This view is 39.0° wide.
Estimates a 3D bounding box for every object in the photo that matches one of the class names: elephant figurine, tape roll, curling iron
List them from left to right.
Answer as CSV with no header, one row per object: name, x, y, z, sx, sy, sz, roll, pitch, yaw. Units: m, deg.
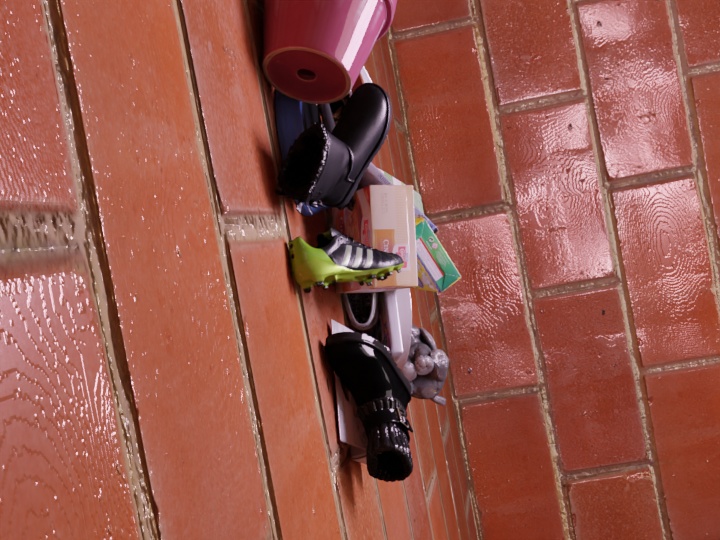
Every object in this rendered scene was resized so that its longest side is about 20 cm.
curling iron,-0.043,-0.184,1.571,0.050,0.025,0.201,133,-56,-74
tape roll,0.051,0.082,1.854,0.203,0.037,0.204,179,-90,-77
elephant figurine,0.103,0.159,2.107,0.200,0.141,0.155,-114,-147,-46

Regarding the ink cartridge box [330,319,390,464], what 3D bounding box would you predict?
ink cartridge box,-0.005,0.195,1.579,0.173,0.043,0.201,30,46,-49

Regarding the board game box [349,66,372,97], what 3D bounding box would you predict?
board game box,-0.035,-0.356,1.717,0.200,0.026,0.200,58,17,-26

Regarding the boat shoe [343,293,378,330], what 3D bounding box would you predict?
boat shoe,-0.001,0.001,1.727,0.072,0.070,0.202,62,22,-86

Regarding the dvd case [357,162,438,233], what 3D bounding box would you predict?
dvd case,0.036,-0.124,1.684,0.200,0.018,0.143,44,-12,-5

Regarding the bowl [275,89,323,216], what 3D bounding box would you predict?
bowl,-0.081,-0.183,1.522,0.201,0.039,0.201,-10,90,-82

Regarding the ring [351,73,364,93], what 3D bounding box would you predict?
ring,-0.034,-0.249,1.585,0.200,0.019,0.201,27,-58,54

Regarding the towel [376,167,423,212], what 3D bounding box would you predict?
towel,0.036,-0.130,1.815,0.200,0.023,0.153,29,36,-29

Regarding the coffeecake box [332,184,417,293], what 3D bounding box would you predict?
coffeecake box,0.019,-0.045,1.591,0.200,0.073,0.154,168,-80,-72

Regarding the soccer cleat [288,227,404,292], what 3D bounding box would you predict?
soccer cleat,-0.016,-0.019,1.411,0.200,0.067,0.081,-5,75,-45

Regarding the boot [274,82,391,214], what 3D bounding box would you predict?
boot,-0.036,-0.171,1.375,0.199,0.073,0.162,-65,161,7

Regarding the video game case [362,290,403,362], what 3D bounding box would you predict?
video game case,0.034,0.089,1.793,0.182,0.024,0.201,114,-27,-60

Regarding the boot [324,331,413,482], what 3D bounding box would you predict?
boot,0.016,0.199,1.483,0.211,0.079,0.158,46,36,-38

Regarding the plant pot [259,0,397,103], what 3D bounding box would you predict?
plant pot,-0.056,-0.343,1.427,0.200,0.199,0.180,66,32,-59

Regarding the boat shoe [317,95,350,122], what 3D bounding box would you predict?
boat shoe,-0.051,-0.287,1.760,0.200,0.072,0.068,48,30,-49

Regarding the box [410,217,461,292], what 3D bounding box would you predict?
box,0.082,-0.027,1.671,0.118,0.048,0.200,57,-12,-11
